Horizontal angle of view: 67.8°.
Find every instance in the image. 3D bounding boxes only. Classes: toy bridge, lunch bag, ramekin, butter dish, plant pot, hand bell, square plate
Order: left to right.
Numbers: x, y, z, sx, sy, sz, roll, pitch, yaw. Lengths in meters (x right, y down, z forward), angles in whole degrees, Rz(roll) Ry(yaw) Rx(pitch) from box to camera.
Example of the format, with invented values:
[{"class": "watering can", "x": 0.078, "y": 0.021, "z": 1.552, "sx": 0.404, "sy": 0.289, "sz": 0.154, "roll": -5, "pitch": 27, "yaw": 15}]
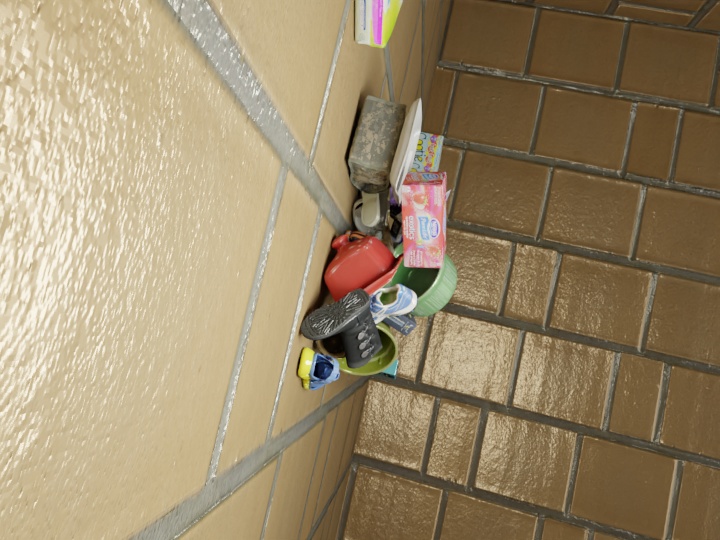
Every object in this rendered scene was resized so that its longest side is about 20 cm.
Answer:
[{"class": "hand bell", "x": -0.076, "y": 0.198, "z": 1.356, "sx": 0.201, "sy": 0.102, "sz": 0.106, "roll": 116, "pitch": -9, "yaw": -63}, {"class": "butter dish", "x": -0.012, "y": -0.015, "z": 1.240, "sx": 0.198, "sy": 0.149, "sz": 0.200, "roll": -35, "pitch": -177, "yaw": 15}, {"class": "plant pot", "x": 0.006, "y": 0.156, "z": 1.502, "sx": 0.186, "sy": 0.196, "sz": 0.203, "roll": -86, "pitch": -179, "yaw": -52}, {"class": "lunch bag", "x": 0.041, "y": -0.285, "z": 1.275, "sx": 0.200, "sy": 0.115, "sz": 0.167, "roll": 87, "pitch": 19, "yaw": -81}, {"class": "toy bridge", "x": 0.067, "y": -0.059, "z": 1.394, "sx": 0.067, "sy": 0.027, "sz": 0.204, "roll": 49, "pitch": 35, "yaw": -57}, {"class": "square plate", "x": 0.102, "y": -0.264, "z": 1.225, "sx": 0.198, "sy": 0.028, "sz": 0.204, "roll": 36, "pitch": 70, "yaw": -83}, {"class": "ramekin", "x": 0.154, "y": 0.020, "z": 1.387, "sx": 0.097, "sy": 0.197, "sz": 0.203, "roll": 36, "pitch": 59, "yaw": -39}]

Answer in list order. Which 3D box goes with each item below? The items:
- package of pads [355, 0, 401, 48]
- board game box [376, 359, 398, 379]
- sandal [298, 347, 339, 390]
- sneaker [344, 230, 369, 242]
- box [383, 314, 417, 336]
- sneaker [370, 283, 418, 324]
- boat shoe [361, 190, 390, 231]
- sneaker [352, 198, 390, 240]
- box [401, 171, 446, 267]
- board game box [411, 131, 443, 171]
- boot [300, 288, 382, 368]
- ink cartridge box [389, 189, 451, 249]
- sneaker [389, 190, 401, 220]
[{"class": "package of pads", "x": 0.042, "y": -0.551, "z": 1.038, "sx": 0.156, "sy": 0.067, "sz": 0.203, "roll": 90, "pitch": 15, "yaw": -56}, {"class": "board game box", "x": 0.015, "y": 0.275, "z": 1.611, "sx": 0.151, "sy": 0.196, "sz": 0.048, "roll": 77, "pitch": 27, "yaw": -74}, {"class": "sandal", "x": -0.088, "y": 0.234, "z": 1.224, "sx": 0.200, "sy": 0.085, "sz": 0.081, "roll": 83, "pitch": 19, "yaw": -73}, {"class": "sneaker", "x": 0.000, "y": 0.000, "z": 1.406, "sx": 0.078, "sy": 0.110, "sz": 0.203, "roll": -64, "pitch": 164, "yaw": -59}, {"class": "box", "x": 0.067, "y": 0.071, "z": 1.473, "sx": 0.051, "sy": 0.156, "sz": 0.201, "roll": -47, "pitch": -153, "yaw": 19}, {"class": "sneaker", "x": 0.031, "y": 0.079, "z": 1.240, "sx": 0.077, "sy": 0.197, "sz": 0.077, "roll": 45, "pitch": 26, "yaw": -50}, {"class": "boat shoe", "x": 0.044, "y": -0.198, "z": 1.379, "sx": 0.060, "sy": 0.071, "sz": 0.206, "roll": 26, "pitch": 60, "yaw": -43}, {"class": "sneaker", "x": 0.019, "y": -0.168, "z": 1.511, "sx": 0.200, "sy": 0.080, "sz": 0.148, "roll": 49, "pitch": 16, "yaw": -48}, {"class": "box", "x": 0.149, "y": -0.117, "z": 1.238, "sx": 0.100, "sy": 0.093, "sz": 0.204, "roll": -62, "pitch": 151, "yaw": -60}, {"class": "board game box", "x": 0.125, "y": -0.323, "z": 1.508, "sx": 0.105, "sy": 0.196, "sz": 0.105, "roll": 84, "pitch": 20, "yaw": -65}, {"class": "boot", "x": -0.036, "y": 0.149, "z": 1.176, "sx": 0.066, "sy": 0.163, "sz": 0.202, "roll": 55, "pitch": -15, "yaw": 36}, {"class": "ink cartridge box", "x": 0.153, "y": -0.128, "z": 1.505, "sx": 0.199, "sy": 0.047, "sz": 0.199, "roll": -39, "pitch": 160, "yaw": -30}, {"class": "sneaker", "x": 0.069, "y": -0.201, "z": 1.480, "sx": 0.200, "sy": 0.080, "sz": 0.084, "roll": 49, "pitch": 31, "yaw": -22}]
